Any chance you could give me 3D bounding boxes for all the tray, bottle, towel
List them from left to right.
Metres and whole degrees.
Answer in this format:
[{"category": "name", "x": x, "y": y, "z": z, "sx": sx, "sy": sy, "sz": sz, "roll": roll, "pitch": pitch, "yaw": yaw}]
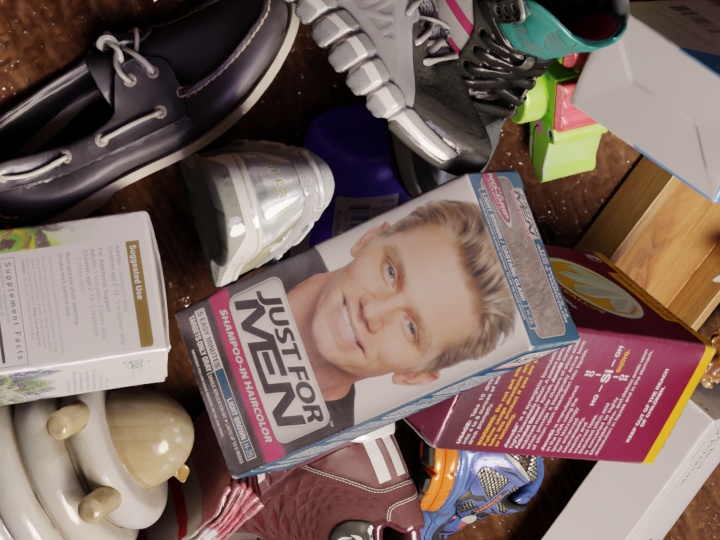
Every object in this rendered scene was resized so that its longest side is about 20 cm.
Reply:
[{"category": "towel", "x": -0.140, "y": 0.163, "z": 1.662, "sx": 0.200, "sy": 0.144, "sz": 0.023, "roll": -42, "pitch": 110, "yaw": 8}, {"category": "bottle", "x": 0.000, "y": 0.000, "z": 1.654, "sx": 0.083, "sy": 0.065, "sz": 0.201, "roll": -12, "pitch": 130, "yaw": -24}, {"category": "tray", "x": 0.180, "y": -0.003, "z": 1.767, "sx": 0.098, "sy": 0.037, "sz": 0.200, "roll": 22, "pitch": 114, "yaw": -38}]

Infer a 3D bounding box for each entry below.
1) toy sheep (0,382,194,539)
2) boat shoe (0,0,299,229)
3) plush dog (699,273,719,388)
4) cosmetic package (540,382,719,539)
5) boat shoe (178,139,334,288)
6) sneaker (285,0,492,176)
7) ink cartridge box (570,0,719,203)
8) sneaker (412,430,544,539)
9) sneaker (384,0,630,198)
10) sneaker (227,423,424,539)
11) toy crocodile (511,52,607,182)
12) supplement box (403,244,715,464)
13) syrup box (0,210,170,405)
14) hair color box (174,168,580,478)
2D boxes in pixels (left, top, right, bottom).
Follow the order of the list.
[{"category": "toy sheep", "x": -0.183, "y": 0.118, "z": 1.610, "sx": 0.199, "sy": 0.138, "sz": 0.138, "roll": -19, "pitch": 135, "yaw": 16}, {"category": "boat shoe", "x": -0.123, "y": -0.093, "z": 1.516, "sx": 0.200, "sy": 0.073, "sz": 0.063, "roll": -35, "pitch": 135, "yaw": 9}, {"category": "plush dog", "x": 0.314, "y": 0.064, "z": 1.767, "sx": 0.160, "sy": 0.172, "sz": 0.200, "roll": -35, "pitch": 147, "yaw": -9}, {"category": "cosmetic package", "x": 0.172, "y": 0.155, "z": 1.854, "sx": 0.200, "sy": 0.051, "sz": 0.082, "roll": -56, "pitch": 160, "yaw": 20}, {"category": "boat shoe", "x": -0.056, "y": -0.036, "z": 1.523, "sx": 0.065, "sy": 0.202, "sz": 0.075, "roll": -15, "pitch": 88, "yaw": -7}, {"category": "sneaker", "x": 0.026, "y": -0.152, "z": 1.476, "sx": 0.115, "sy": 0.075, "sz": 0.200, "roll": -40, "pitch": 90, "yaw": 13}, {"category": "ink cartridge box", "x": 0.229, "y": -0.100, "z": 1.623, "sx": 0.200, "sy": 0.116, "sz": 0.067, "roll": -8, "pitch": 127, "yaw": -47}, {"category": "sneaker", "x": 0.070, "y": 0.125, "z": 1.724, "sx": 0.078, "sy": 0.076, "sz": 0.200, "roll": 3, "pitch": 172, "yaw": 0}, {"category": "sneaker", "x": 0.084, "y": -0.120, "z": 1.530, "sx": 0.083, "sy": 0.121, "sz": 0.201, "roll": 0, "pitch": 106, "yaw": -35}, {"category": "sneaker", "x": -0.036, "y": 0.162, "z": 1.682, "sx": 0.076, "sy": 0.116, "sz": 0.200, "roll": -18, "pitch": 168, "yaw": -45}, {"category": "toy crocodile", "x": 0.123, "y": -0.133, "z": 1.618, "sx": 0.067, "sy": 0.062, "sz": 0.201, "roll": -10, "pitch": 129, "yaw": -20}, {"category": "supplement box", "x": 0.091, "y": 0.042, "z": 1.633, "sx": 0.200, "sy": 0.110, "sz": 0.086, "roll": 8, "pitch": 115, "yaw": -47}, {"category": "syrup box", "x": -0.203, "y": 0.027, "z": 1.518, "sx": 0.199, "sy": 0.082, "sz": 0.079, "roll": -9, "pitch": 168, "yaw": -7}, {"category": "hair color box", "x": 0.006, "y": 0.029, "z": 1.520, "sx": 0.200, "sy": 0.100, "sz": 0.060, "roll": -25, "pitch": 170, "yaw": 29}]
